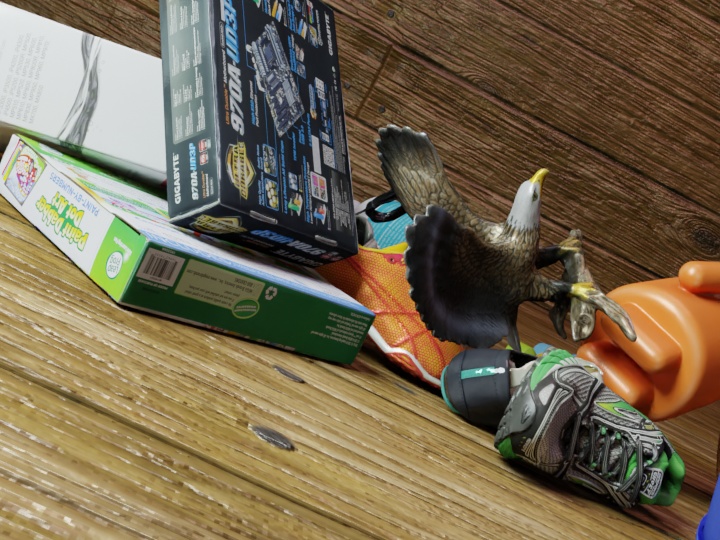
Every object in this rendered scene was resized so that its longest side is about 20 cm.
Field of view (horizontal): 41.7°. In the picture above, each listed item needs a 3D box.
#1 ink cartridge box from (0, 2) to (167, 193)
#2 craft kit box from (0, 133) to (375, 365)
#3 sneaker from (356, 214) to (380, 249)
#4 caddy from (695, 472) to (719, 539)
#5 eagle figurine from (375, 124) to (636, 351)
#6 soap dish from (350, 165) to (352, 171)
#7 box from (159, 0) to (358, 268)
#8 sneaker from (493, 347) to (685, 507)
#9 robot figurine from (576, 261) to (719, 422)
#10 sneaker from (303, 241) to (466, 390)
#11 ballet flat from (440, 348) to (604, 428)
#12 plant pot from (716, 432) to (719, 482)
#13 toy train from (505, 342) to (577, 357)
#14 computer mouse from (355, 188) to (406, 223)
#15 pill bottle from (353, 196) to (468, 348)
[{"bbox_3d":[-0.198,-0.118,0.716,0.197,0.084,0.146,17,-7,-19],"label":"ink cartridge box"},{"bbox_3d":[-0.119,-0.014,0.640,0.199,0.049,0.197,22,10,-46],"label":"craft kit box"},{"bbox_3d":[0.000,0.000,0.852,0.073,0.090,0.199,27,4,28],"label":"sneaker"},{"bbox_3d":[0.296,0.175,0.561,0.139,0.107,0.200,-3,19,-25],"label":"caddy"},{"bbox_3d":[0.094,-0.016,0.720,0.197,0.154,0.151,11,-6,-21],"label":"eagle figurine"},{"bbox_3d":[-0.098,-0.096,0.971,0.081,0.158,0.200,42,-2,-24],"label":"soap dish"},{"bbox_3d":[-0.068,-0.115,0.651,0.045,0.203,0.158,-14,-17,29],"label":"box"},{"bbox_3d":[0.161,0.110,0.628,0.199,0.079,0.085,22,8,-47],"label":"sneaker"},{"bbox_3d":[0.271,0.064,0.819,0.116,0.147,0.198,1,3,43],"label":"robot figurine"},{"bbox_3d":[0.031,0.025,0.728,0.200,0.077,0.073,43,0,-1],"label":"sneaker"},{"bbox_3d":[0.145,0.095,0.715,0.198,0.074,0.073,18,10,-43],"label":"ballet flat"},{"bbox_3d":[0.411,0.162,0.847,0.139,0.203,0.199,10,-6,39],"label":"plant pot"},{"bbox_3d":[0.183,0.096,0.903,0.115,0.086,0.199,16,-1,39],"label":"toy train"},{"bbox_3d":[-0.027,-0.054,0.859,0.059,0.197,0.034,82,-10,-65],"label":"computer mouse"},{"bbox_3d":[0.046,-0.007,0.993,0.199,0.112,0.110,30,7,27],"label":"pill bottle"}]
